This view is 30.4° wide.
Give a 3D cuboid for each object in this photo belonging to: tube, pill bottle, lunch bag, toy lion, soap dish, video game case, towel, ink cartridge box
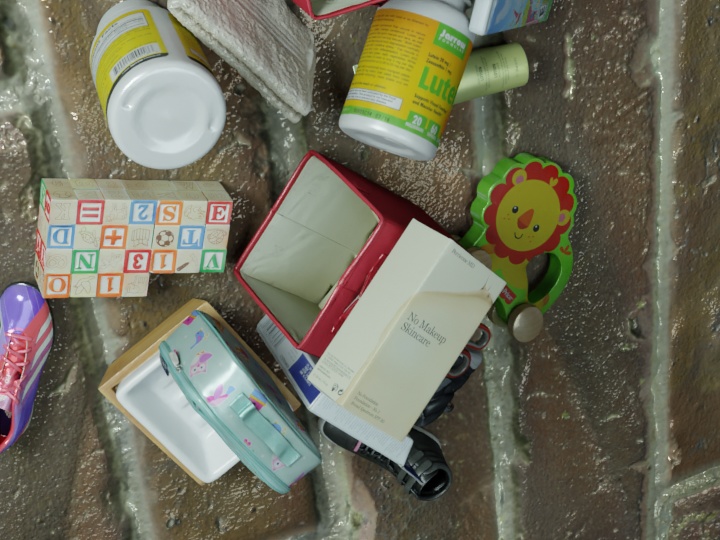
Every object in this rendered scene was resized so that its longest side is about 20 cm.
[{"bbox_3d":[0.092,-0.214,1.503,0.199,0.058,0.052,-13,149,-13],"label":"tube"},{"bbox_3d":[-0.203,-0.190,1.284,0.111,0.200,0.112,-9,125,-14],"label":"pill bottle"},{"bbox_3d":[0.058,-0.229,1.421,0.111,0.111,0.201,20,87,-32],"label":"pill bottle"},{"bbox_3d":[-0.131,0.143,1.426,0.077,0.160,0.200,-39,125,-1],"label":"lunch bag"},{"bbox_3d":[0.201,-0.039,1.645,0.192,0.069,0.200,-48,125,-4],"label":"toy lion"},{"bbox_3d":[-0.188,0.139,1.545,0.157,0.081,0.200,-39,126,0],"label":"soap dish"},{"bbox_3d":[0.185,-0.359,1.420,0.182,0.022,0.201,-27,135,-56],"label":"video game case"},{"bbox_3d":[-0.114,-0.251,1.341,0.034,0.133,0.200,-28,132,29],"label":"towel"},{"bbox_3d":[-0.014,0.145,1.554,0.200,0.200,0.041,38,96,-34],"label":"ink cartridge box"}]

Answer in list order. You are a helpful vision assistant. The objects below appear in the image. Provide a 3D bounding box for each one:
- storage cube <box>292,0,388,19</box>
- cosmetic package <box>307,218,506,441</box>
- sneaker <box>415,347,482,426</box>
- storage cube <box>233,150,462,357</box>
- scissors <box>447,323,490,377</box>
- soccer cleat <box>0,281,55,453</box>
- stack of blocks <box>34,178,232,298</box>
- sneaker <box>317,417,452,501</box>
[{"bbox_3d":[-0.015,-0.370,1.290,0.170,0.180,0.201,-19,124,-14],"label":"storage cube"},{"bbox_3d":[0.048,0.062,1.358,0.103,0.073,0.200,33,90,-39],"label":"cosmetic package"},{"bbox_3d":[0.054,0.134,1.655,0.199,0.075,0.114,9,110,-31],"label":"sneaker"},{"bbox_3d":[0.000,0.000,1.482,0.179,0.200,0.171,25,104,-39],"label":"storage cube"},{"bbox_3d":[0.064,0.075,1.430,0.199,0.014,0.073,15,113,-42],"label":"scissors"},{"bbox_3d":[-0.379,0.110,1.439,0.068,0.073,0.201,15,113,-4],"label":"soccer cleat"},{"bbox_3d":[-0.247,-0.035,1.438,0.199,0.059,0.116,-1,117,-24],"label":"stack of blocks"},{"bbox_3d":[0.041,0.231,1.689,0.200,0.099,0.071,25,106,-31],"label":"sneaker"}]
